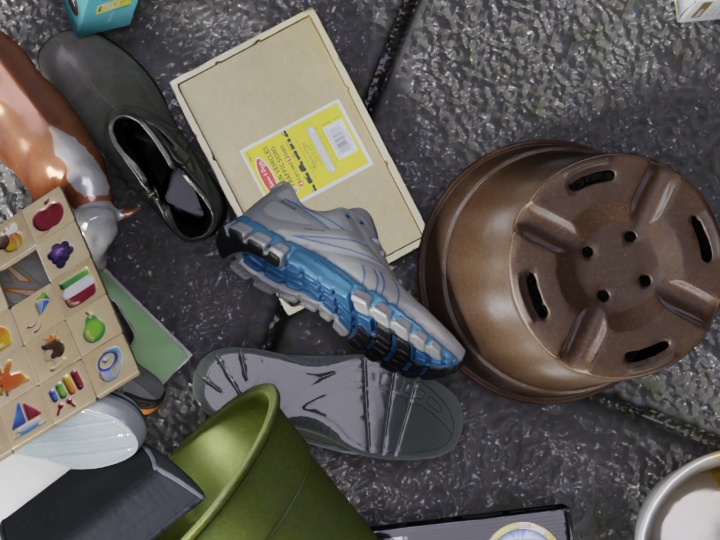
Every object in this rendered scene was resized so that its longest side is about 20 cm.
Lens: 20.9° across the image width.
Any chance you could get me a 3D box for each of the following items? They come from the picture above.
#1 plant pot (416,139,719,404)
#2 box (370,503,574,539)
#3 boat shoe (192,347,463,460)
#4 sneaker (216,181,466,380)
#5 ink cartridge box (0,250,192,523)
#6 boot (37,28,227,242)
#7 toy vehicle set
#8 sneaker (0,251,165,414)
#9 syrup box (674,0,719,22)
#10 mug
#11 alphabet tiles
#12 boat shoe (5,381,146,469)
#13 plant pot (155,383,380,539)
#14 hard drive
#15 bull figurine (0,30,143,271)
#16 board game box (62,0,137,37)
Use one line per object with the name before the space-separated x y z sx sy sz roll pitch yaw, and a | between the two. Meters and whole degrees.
plant pot | 0.153 -0.001 1.368 0.200 0.198 0.200 0 89 -8
box | 0.066 0.264 1.447 0.200 0.044 0.160 -6 88 0
boat shoe | -0.024 0.097 1.448 0.202 0.065 0.074 7 86 -4
sneaker | 0.000 0.000 1.411 0.200 0.075 0.087 34 61 8
ink cartridge box | -0.246 0.087 1.452 0.146 0.048 0.200 44 73 1
boot | -0.164 -0.105 1.416 0.068 0.131 0.200 -40 89 -2
toy vehicle set | -0.045 -0.082 1.468 0.124 0.027 0.200 -27 88 -1
sneaker | -0.221 0.030 1.410 0.200 0.076 0.092 32 61 -9
syrup box | 0.333 -0.239 1.448 0.200 0.081 0.079 -6 86 0
mug | 0.279 0.195 1.397 0.186 0.153 0.150 -10 88 -1
alphabet tiles | -0.259 0.056 1.317 0.200 0.008 0.167 -32 57 7
boat shoe | -0.226 0.089 1.348 0.200 0.074 0.067 0 44 29
plant pot | -0.058 0.214 1.345 0.190 0.200 0.200 42 88 -12
hard drive | -0.184 0.167 1.328 0.135 0.200 0.042 -37 101 -13
bull figurine | -0.231 -0.085 1.414 0.065 0.121 0.200 -30 86 -22
board game box | -0.193 -0.276 1.375 0.047 0.200 0.151 -17 77 -20
